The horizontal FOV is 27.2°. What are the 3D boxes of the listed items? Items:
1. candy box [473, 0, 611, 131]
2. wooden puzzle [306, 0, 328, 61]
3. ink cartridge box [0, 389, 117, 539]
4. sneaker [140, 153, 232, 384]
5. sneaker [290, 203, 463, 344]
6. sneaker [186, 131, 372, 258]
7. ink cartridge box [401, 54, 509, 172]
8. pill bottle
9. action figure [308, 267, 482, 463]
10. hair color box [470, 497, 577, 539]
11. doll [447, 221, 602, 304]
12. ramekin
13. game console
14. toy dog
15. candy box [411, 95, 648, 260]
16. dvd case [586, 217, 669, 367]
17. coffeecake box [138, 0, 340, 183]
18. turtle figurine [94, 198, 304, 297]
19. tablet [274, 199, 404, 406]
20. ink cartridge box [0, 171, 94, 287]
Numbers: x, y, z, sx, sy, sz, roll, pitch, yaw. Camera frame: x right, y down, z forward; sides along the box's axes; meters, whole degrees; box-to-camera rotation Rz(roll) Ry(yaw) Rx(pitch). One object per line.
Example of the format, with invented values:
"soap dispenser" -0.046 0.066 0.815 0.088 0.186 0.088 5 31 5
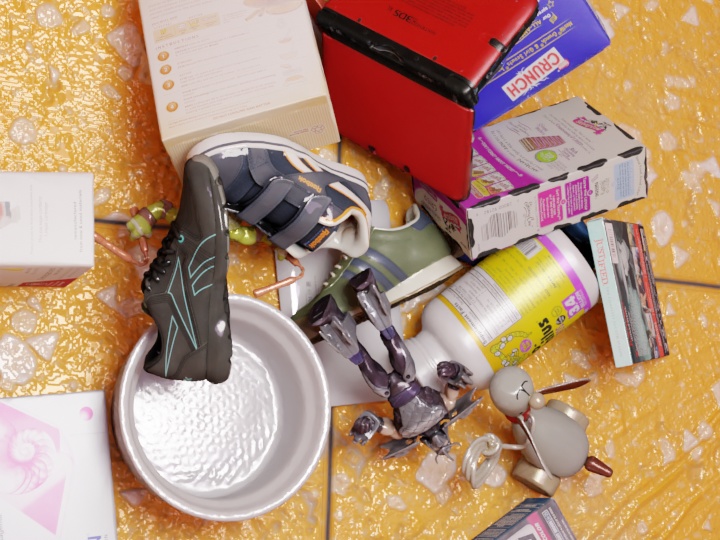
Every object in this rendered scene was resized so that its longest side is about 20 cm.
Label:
"candy box" 0.128 -0.270 1.485 0.168 0.077 0.201 -31 109 18
"wooden puzzle" -0.054 -0.314 1.501 0.198 0.046 0.187 24 73 -17
"ink cartridge box" -0.315 0.212 1.310 0.197 0.043 0.199 -4 83 -24
"sneaker" -0.149 0.002 1.269 0.078 0.075 0.203 -1 103 -7
"sneaker" 0.000 0.000 1.453 0.198 0.067 0.091 -24 83 -25
"sneaker" -0.064 -0.064 1.335 0.198 0.078 0.080 13 53 -39
"ink cartridge box" 0.070 -0.199 1.465 0.099 0.200 0.039 37 28 -11
"pill bottle" 0.131 0.047 1.464 0.199 0.104 0.105 -37 96 -5
"action figure" 0.031 0.102 1.384 0.129 0.069 0.201 -34 105 1
"hair color box" 0.129 0.319 1.465 0.199 0.060 0.101 -32 94 -23
"doll" 0.186 -0.008 1.549 0.198 0.048 0.138 19 83 -16
"ramekin" -0.135 0.128 1.367 0.198 0.098 0.204 4 80 -21
"game console" 0.062 -0.195 1.402 0.173 0.199 0.119 -51 145 -10
"toy dog" 0.190 0.163 1.456 0.199 0.095 0.134 13 95 -60
"candy box" 0.165 -0.094 1.466 0.198 0.137 0.062 -20 125 -14
"dvd case" 0.277 0.022 1.525 0.022 0.200 0.148 -12 86 20
"coffeecake box" -0.115 -0.197 1.370 0.151 0.073 0.202 -15 58 2
"turtle figurine" -0.146 -0.060 1.373 0.197 0.065 0.162 8 41 -12
"tablet" -0.019 0.032 1.477 0.128 0.014 0.203 -4 83 -23
"ink cartridge box" -0.340 -0.034 1.284 0.197 0.145 0.085 1 82 -22
